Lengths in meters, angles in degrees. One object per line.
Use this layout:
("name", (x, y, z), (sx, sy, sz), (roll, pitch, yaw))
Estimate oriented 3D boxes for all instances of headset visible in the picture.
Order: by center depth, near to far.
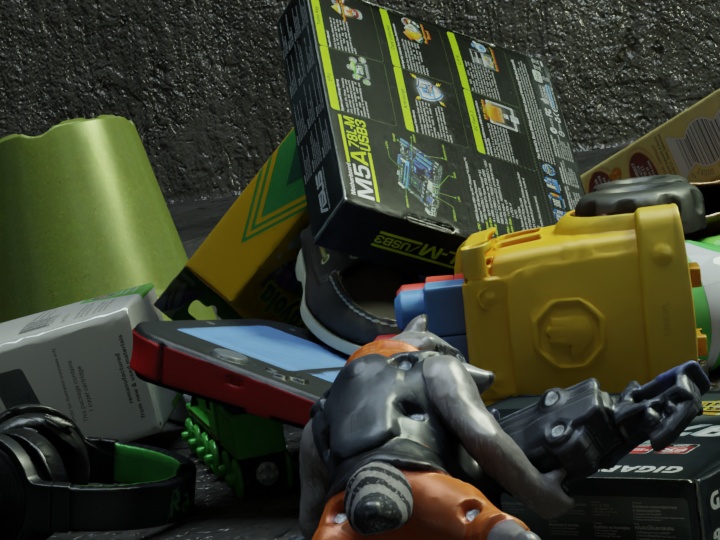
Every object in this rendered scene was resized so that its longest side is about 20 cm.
("headset", (-0.189, 0.100, 1.146), (0.198, 0.095, 0.124), (3, 7, 5))

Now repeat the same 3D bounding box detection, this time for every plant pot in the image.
("plant pot", (-0.211, -0.013, 1.599), (0.198, 0.192, 0.200), (-13, -2, -1))

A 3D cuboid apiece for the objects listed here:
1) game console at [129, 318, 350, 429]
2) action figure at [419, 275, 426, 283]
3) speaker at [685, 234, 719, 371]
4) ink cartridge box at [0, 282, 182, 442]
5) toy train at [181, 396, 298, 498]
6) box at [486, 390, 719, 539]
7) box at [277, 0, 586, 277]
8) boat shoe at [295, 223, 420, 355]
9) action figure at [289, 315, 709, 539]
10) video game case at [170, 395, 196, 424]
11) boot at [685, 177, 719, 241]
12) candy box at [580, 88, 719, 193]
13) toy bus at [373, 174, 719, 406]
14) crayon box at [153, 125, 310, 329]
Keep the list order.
("game console", (-0.018, 0.061, 1.167), (0.175, 0.031, 0.200), (14, 5, 23))
("action figure", (0.090, 0.023, 1.395), (0.199, 0.105, 0.193), (8, 37, 34))
("speaker", (0.277, 0.008, 1.321), (0.198, 0.089, 0.088), (-11, 7, -17))
("ink cartridge box", (-0.225, 0.079, 1.349), (0.198, 0.085, 0.146), (-16, 6, 3))
("toy train", (-0.077, 0.091, 1.237), (0.041, 0.057, 0.200), (-11, 7, -13))
("box", (0.111, 0.095, 0.967), (0.199, 0.046, 0.158), (-4, 9, 39))
("box", (0.049, -0.077, 1.301), (0.192, 0.201, 0.048), (13, -47, -25))
("boat shoe", (0.000, 0.000, 1.281), (0.071, 0.061, 0.201), (11, 16, -15))
("action figure", (0.039, 0.074, 0.833), (0.199, 0.105, 0.194), (-29, 24, 10))
("video game case", (-0.074, 0.075, 1.524), (0.181, 0.023, 0.200), (-13, 7, -25))
("boot", (0.241, -0.033, 1.409), (0.187, 0.069, 0.200), (-13, -22, -25))
("candy box", (0.226, -0.068, 1.458), (0.115, 0.056, 0.200), (-13, -13, -43))
("toy bus", (0.101, 0.026, 1.170), (0.190, 0.137, 0.200), (-7, 6, 7))
("crayon box", (-0.038, -0.021, 1.418), (0.051, 0.200, 0.126), (36, -5, 29))
